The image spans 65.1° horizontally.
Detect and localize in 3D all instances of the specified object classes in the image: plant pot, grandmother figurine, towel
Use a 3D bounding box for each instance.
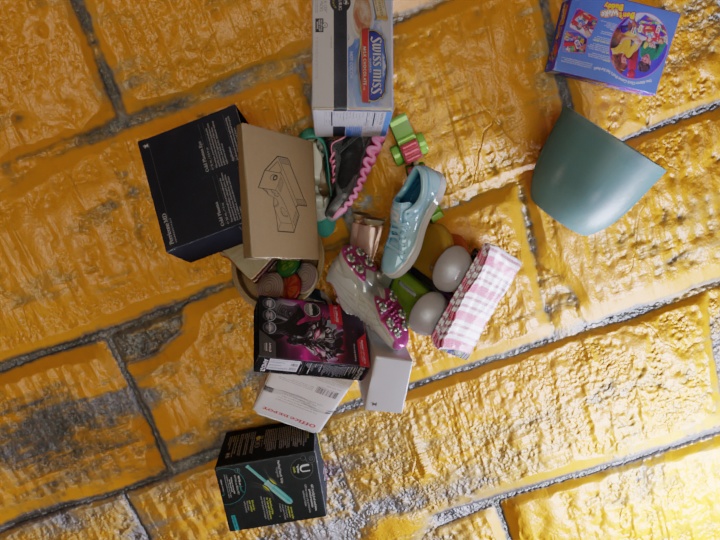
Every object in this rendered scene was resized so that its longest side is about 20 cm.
[{"bbox_3d":[0.393,-0.162,0.986,0.198,0.202,0.163,27,115,-9],"label":"plant pot"},{"bbox_3d":[0.000,0.000,1.054,0.059,0.121,0.205,2,107,-31],"label":"grandmother figurine"},{"bbox_3d":[0.211,0.056,1.002,0.145,0.030,0.203,16,106,-52],"label":"towel"}]

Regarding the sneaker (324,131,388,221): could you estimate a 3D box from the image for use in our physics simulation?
[{"bbox_3d":[-0.027,-0.187,1.000,0.094,0.079,0.203,27,80,-9],"label":"sneaker"}]

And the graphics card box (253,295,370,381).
[{"bbox_3d":[-0.085,0.116,0.970,0.195,0.127,0.051,9,138,-19],"label":"graphics card box"}]

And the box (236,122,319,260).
[{"bbox_3d":[-0.129,-0.119,0.906,0.021,0.162,0.205,-5,87,35],"label":"box"}]

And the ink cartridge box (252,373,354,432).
[{"bbox_3d":[-0.105,0.204,1.067,0.144,0.084,0.201,21,131,-11],"label":"ink cartridge box"}]

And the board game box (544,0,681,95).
[{"bbox_3d":[0.441,-0.400,0.994,0.195,0.045,0.138,11,104,-6],"label":"board game box"}]

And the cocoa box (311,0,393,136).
[{"bbox_3d":[-0.014,-0.335,0.919,0.128,0.133,0.206,0,86,-2],"label":"cocoa box"}]

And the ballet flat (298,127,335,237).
[{"bbox_3d":[-0.083,-0.153,1.022,0.066,0.071,0.205,-7,106,-1],"label":"ballet flat"}]

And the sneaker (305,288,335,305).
[{"bbox_3d":[-0.114,0.097,1.084,0.129,0.080,0.200,-39,103,9],"label":"sneaker"}]

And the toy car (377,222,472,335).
[{"bbox_3d":[0.131,0.017,1.050,0.148,0.174,0.203,14,107,-44],"label":"toy car"}]

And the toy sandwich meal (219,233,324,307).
[{"bbox_3d":[-0.161,-0.028,1.017,0.200,0.070,0.210,-3,76,12],"label":"toy sandwich meal"}]

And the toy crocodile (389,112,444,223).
[{"bbox_3d":[0.101,-0.184,1.027,0.066,0.062,0.204,-19,105,2],"label":"toy crocodile"}]

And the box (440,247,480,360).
[{"bbox_3d":[0.216,0.066,1.099,0.069,0.064,0.204,21,102,-8],"label":"box"}]

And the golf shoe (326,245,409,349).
[{"bbox_3d":[0.011,0.057,0.989,0.091,0.075,0.202,-40,75,35],"label":"golf shoe"}]

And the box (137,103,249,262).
[{"bbox_3d":[-0.254,-0.144,0.964,0.178,0.104,0.204,-18,80,2],"label":"box"}]

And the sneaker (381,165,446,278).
[{"bbox_3d":[0.072,-0.088,0.973,0.081,0.073,0.204,18,96,-44],"label":"sneaker"}]

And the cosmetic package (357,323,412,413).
[{"bbox_3d":[0.036,0.165,1.044,0.069,0.200,0.104,8,106,-9],"label":"cosmetic package"}]

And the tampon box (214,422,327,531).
[{"bbox_3d":[-0.173,0.408,1.139,0.195,0.127,0.154,-9,106,-1],"label":"tampon box"}]
